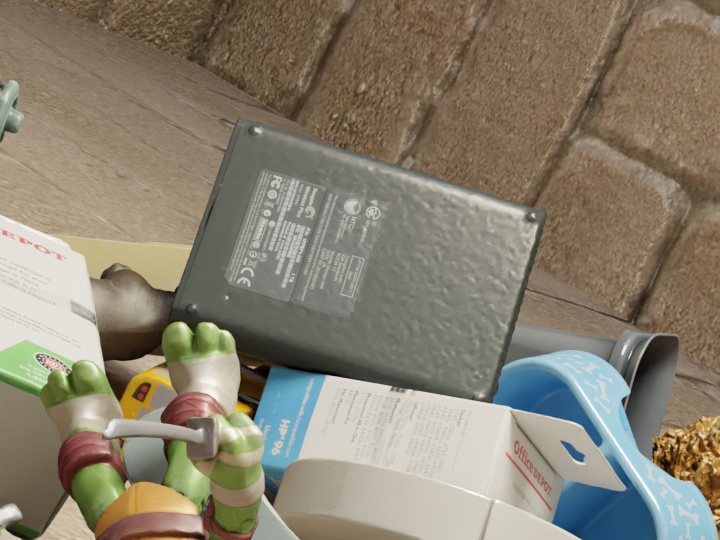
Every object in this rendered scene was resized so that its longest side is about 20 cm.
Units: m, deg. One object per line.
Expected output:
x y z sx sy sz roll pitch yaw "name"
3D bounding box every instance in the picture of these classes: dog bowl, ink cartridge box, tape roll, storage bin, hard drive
0.137 0.136 1.451 0.050 0.111 0.200 15 37 -52 "dog bowl"
-0.219 0.037 1.238 0.146 0.084 0.200 25 18 -20 "ink cartridge box"
0.046 0.159 1.319 0.203 0.037 0.203 18 -18 6 "tape roll"
0.045 0.123 1.392 0.200 0.068 0.116 8 -22 26 "ink cartridge box"
0.121 0.121 1.575 0.134 0.200 0.146 16 4 19 "storage bin"
0.000 0.000 1.415 0.200 0.140 0.033 17 -21 2 "hard drive"

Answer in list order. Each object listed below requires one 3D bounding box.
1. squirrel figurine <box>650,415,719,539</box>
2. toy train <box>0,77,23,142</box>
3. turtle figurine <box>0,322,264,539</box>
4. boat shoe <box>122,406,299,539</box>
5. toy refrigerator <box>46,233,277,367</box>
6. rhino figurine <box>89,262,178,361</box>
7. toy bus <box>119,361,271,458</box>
0.226 0.194 1.503 0.141 0.200 0.187 -16 5 29 "squirrel figurine"
-0.261 -0.044 1.367 0.085 0.200 0.114 21 21 -2 "toy train"
-0.114 0.087 1.052 0.200 0.144 0.194 30 26 -21 "turtle figurine"
-0.053 0.162 1.150 0.091 0.071 0.200 77 -14 -52 "boat shoe"
-0.115 0.020 1.566 0.200 0.070 0.076 6 -12 17 "toy refrigerator"
-0.154 0.028 1.456 0.200 0.060 0.087 -4 10 -12 "rhino figurine"
-0.096 0.094 1.469 0.078 0.065 0.200 25 8 6 "toy bus"
